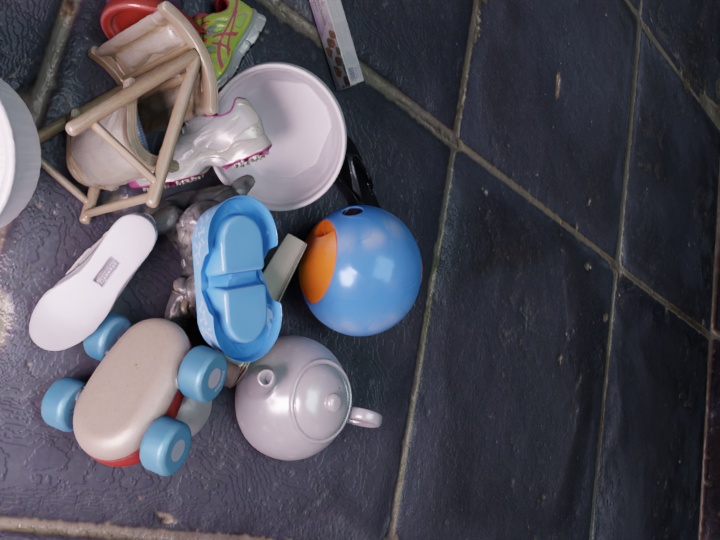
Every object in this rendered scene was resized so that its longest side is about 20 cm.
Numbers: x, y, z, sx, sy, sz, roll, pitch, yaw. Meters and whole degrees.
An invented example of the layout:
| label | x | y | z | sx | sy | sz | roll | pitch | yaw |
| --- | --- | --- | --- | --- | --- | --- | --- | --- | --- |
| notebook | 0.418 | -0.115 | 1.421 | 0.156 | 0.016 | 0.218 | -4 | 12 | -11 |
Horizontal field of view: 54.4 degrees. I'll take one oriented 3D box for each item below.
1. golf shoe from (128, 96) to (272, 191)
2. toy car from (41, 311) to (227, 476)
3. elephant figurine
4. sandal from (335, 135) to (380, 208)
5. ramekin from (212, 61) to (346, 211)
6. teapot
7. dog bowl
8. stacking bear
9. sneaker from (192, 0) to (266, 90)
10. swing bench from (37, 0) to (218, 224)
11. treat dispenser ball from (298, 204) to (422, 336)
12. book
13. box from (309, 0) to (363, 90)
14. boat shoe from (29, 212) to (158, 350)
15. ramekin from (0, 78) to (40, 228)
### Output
| label | x | y | z | sx | sy | sz | roll | pitch | yaw |
| --- | --- | --- | --- | --- | --- | --- | --- | --- | --- |
| golf shoe | -0.220 | -0.166 | 0.931 | 0.196 | 0.075 | 0.094 | -19 | 101 | -3 |
| toy car | -0.254 | 0.177 | 0.889 | 0.201 | 0.181 | 0.180 | 70 | 40 | -56 |
| elephant figurine | -0.209 | -0.004 | 0.959 | 0.142 | 0.151 | 0.204 | -73 | 153 | -65 |
| sandal | -0.002 | -0.154 | 1.223 | 0.076 | 0.042 | 0.203 | -47 | 119 | -37 |
| ramekin | -0.115 | -0.198 | 1.008 | 0.105 | 0.196 | 0.203 | -89 | 156 | -69 |
| teapot | -0.079 | 0.194 | 1.049 | 0.199 | 0.144 | 0.202 | -32 | 110 | -43 |
| dog bowl | -0.157 | 0.011 | 0.875 | 0.110 | 0.049 | 0.206 | -9 | 98 | -49 |
| stacking bear | -0.275 | -0.399 | 0.921 | 0.113 | 0.119 | 0.205 | 22 | 63 | -49 |
| sneaker | -0.214 | -0.318 | 1.004 | 0.090 | 0.077 | 0.203 | 38 | 55 | -27 |
| swing bench | -0.281 | -0.181 | 0.830 | 0.130 | 0.196 | 0.203 | 45 | 58 | -33 |
| treat dispenser ball | 0.000 | 0.000 | 1.103 | 0.198 | 0.198 | 0.206 | 4 | 85 | -45 |
| book | -0.147 | 0.060 | 1.006 | 0.047 | 0.134 | 0.203 | 27 | 64 | -4 |
| box | -0.047 | -0.415 | 1.197 | 0.041 | 0.038 | 0.204 | -32 | 110 | -43 |
| boat shoe | -0.319 | 0.009 | 0.849 | 0.071 | 0.066 | 0.201 | 37 | 92 | -14 |
| ramekin | -0.420 | -0.119 | 0.693 | 0.195 | 0.098 | 0.206 | 0 | 99 | -2 |
